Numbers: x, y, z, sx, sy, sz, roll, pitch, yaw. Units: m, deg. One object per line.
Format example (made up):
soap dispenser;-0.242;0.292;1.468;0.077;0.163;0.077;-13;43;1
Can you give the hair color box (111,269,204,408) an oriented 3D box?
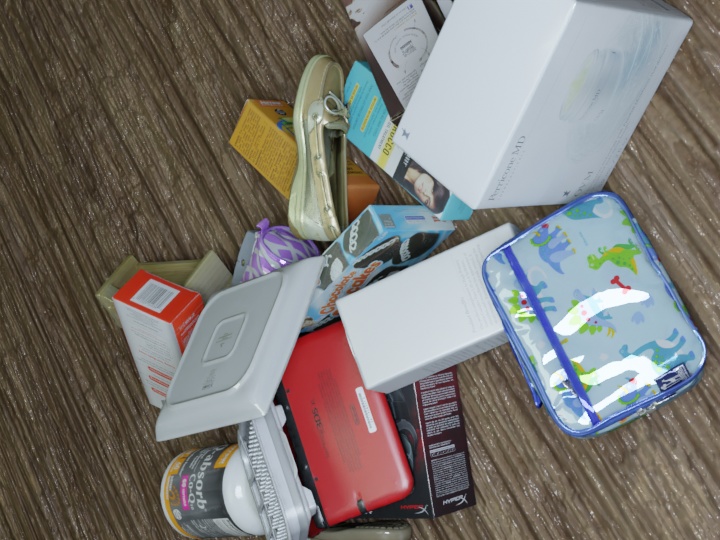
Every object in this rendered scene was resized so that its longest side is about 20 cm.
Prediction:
hair color box;-0.236;0.102;1.546;0.101;0.061;0.201;21;140;27

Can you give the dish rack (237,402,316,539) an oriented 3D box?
dish rack;-0.089;0.228;1.316;0.200;0.043;0.173;101;152;-63

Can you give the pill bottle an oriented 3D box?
pill bottle;-0.149;0.271;1.513;0.199;0.116;0.118;-16;82;44

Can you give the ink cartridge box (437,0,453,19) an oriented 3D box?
ink cartridge box;0.158;-0.323;1.194;0.200;0.067;0.117;-38;67;39

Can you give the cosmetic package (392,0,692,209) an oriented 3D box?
cosmetic package;0.165;-0.172;1.108;0.123;0.199;0.201;43;122;33

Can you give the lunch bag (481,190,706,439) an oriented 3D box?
lunch bag;0.211;0.045;1.119;0.160;0.082;0.202;-27;73;9

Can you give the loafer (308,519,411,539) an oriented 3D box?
loafer;-0.023;0.329;1.422;0.199;0.076;0.068;-13;78;44

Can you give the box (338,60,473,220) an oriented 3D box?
box;0.055;-0.143;1.324;0.200;0.049;0.083;44;122;34

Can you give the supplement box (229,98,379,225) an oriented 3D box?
supplement box;-0.068;-0.126;1.436;0.200;0.066;0.069;41;120;34

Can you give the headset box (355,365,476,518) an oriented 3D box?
headset box;0.037;0.167;1.349;0.148;0.077;0.202;-10;88;45

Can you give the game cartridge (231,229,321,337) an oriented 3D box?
game cartridge;-0.111;0.057;1.516;0.133;0.041;0.202;21;108;46

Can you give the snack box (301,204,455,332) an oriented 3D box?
snack box;0.000;0.000;1.343;0.200;0.115;0.037;-45;62;37

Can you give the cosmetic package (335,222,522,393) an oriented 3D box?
cosmetic package;0.086;0.041;1.234;0.198;0.074;0.103;-24;74;16

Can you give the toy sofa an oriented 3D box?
toy sofa;-0.249;0.037;1.617;0.199;0.083;0.098;-3;132;45

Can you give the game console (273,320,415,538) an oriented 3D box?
game console;-0.032;0.177;1.354;0.171;0.119;0.202;-23;76;13

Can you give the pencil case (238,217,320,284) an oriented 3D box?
pencil case;-0.121;0.038;1.439;0.085;0.084;0.201;29;117;1

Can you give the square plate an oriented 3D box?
square plate;-0.136;0.080;1.306;0.199;0.028;0.199;-19;41;45

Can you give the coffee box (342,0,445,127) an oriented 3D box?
coffee box;0.055;-0.227;1.240;0.079;0.113;0.201;-30;60;17

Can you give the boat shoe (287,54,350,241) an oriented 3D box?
boat shoe;-0.034;-0.133;1.327;0.063;0.073;0.203;4;85;28
